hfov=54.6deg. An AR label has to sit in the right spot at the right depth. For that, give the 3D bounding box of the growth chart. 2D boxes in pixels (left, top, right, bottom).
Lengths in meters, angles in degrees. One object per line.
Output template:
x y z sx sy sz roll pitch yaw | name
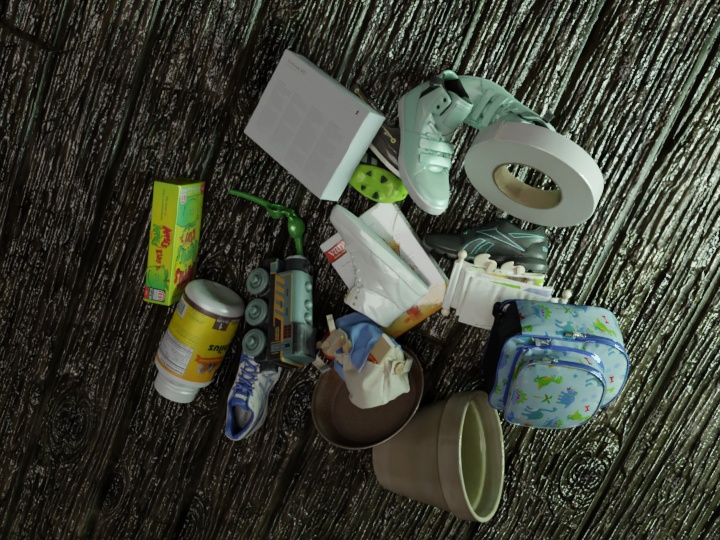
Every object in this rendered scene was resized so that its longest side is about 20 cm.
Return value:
0.226 0.047 1.091 0.199 0.018 0.145 19 125 -4 | growth chart

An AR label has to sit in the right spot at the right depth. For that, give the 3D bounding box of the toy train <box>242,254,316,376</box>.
-0.126 0.070 1.138 0.113 0.085 0.201 -12 66 27 | toy train

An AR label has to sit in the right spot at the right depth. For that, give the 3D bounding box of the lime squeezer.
-0.136 -0.082 1.180 0.200 0.038 0.071 48 137 -1 | lime squeezer

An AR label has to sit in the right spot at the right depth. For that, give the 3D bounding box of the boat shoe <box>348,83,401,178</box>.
0.045 -0.208 1.094 0.201 0.072 0.061 43 110 3 | boat shoe

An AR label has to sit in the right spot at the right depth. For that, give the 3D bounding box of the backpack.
0.298 0.147 1.054 0.199 0.147 0.184 1 131 -3 | backpack

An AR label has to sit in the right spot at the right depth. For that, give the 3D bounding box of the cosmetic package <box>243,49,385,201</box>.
-0.076 -0.226 1.083 0.200 0.052 0.151 43 114 26 | cosmetic package

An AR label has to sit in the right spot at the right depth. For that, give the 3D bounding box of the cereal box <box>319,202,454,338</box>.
0.046 -0.001 1.149 0.144 0.040 0.200 -35 93 16 | cereal box

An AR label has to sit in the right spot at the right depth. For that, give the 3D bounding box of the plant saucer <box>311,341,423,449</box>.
0.015 0.206 1.143 0.199 0.201 0.037 -20 136 14 | plant saucer

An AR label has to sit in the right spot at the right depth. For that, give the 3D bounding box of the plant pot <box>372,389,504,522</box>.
0.120 0.298 1.129 0.173 0.200 0.201 -9 99 29 | plant pot

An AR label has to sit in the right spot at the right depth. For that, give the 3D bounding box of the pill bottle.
-0.284 0.124 1.204 0.109 0.109 0.201 28 105 5 | pill bottle

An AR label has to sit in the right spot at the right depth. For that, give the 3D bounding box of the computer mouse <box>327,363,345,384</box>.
-0.088 0.149 1.209 0.059 0.034 0.200 -40 91 15 | computer mouse

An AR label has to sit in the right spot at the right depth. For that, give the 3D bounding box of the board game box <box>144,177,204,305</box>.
-0.314 -0.052 1.181 0.047 0.102 0.201 10 102 8 | board game box

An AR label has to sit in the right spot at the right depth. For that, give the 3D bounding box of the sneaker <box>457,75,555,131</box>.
0.204 -0.235 1.032 0.200 0.118 0.074 28 105 5 | sneaker

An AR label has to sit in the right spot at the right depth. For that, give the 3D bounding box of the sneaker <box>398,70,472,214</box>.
0.114 -0.190 1.012 0.118 0.073 0.202 -27 66 53 | sneaker

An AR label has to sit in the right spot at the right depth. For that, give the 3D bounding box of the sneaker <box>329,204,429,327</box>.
0.000 0.000 1.101 0.200 0.074 0.116 45 104 0 | sneaker

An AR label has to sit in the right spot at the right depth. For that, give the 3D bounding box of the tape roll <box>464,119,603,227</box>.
0.247 -0.136 1.009 0.202 0.203 0.037 27 72 5 | tape roll

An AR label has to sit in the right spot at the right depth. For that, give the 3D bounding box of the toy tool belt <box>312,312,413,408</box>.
-0.004 0.117 1.109 0.124 0.200 0.124 -22 124 -27 | toy tool belt

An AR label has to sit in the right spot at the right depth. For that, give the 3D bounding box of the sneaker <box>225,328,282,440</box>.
-0.188 0.202 1.212 0.075 0.088 0.201 11 101 11 | sneaker

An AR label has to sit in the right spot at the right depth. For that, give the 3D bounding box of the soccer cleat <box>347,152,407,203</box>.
-0.009 -0.167 1.119 0.200 0.081 0.068 39 110 24 | soccer cleat

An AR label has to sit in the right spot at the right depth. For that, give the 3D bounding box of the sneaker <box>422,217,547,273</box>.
0.198 -0.045 1.104 0.199 0.075 0.080 9 90 3 | sneaker
